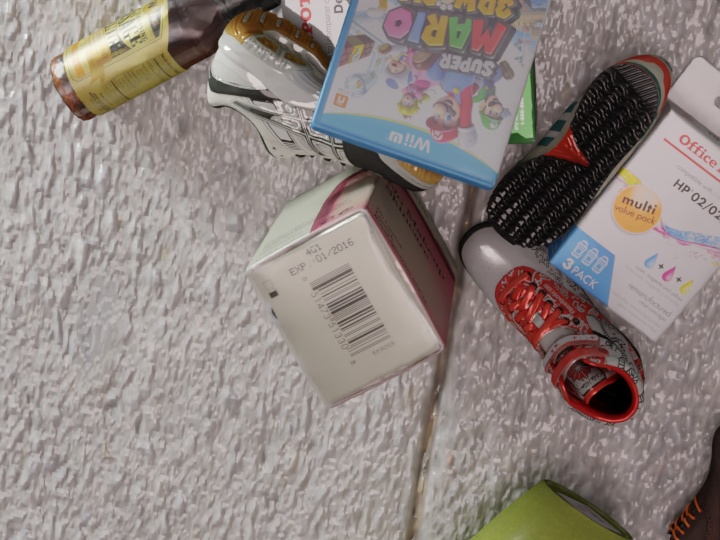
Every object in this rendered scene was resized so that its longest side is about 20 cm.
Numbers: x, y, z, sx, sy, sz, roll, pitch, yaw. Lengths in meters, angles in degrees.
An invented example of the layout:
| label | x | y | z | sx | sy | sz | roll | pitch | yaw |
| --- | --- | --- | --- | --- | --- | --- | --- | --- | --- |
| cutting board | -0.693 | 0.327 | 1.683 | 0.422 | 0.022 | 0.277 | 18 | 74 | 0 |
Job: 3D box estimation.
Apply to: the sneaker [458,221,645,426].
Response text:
| label | x | y | z | sx | sy | sz | roll | pitch | yaw |
| --- | --- | --- | --- | --- | --- | --- | --- | --- | --- |
| sneaker | 0.162 | 0.044 | 1.137 | 0.201 | 0.108 | 0.067 | 44 | 107 | -7 |

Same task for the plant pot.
| label | x | y | z | sx | sy | sz | roll | pitch | yaw |
| --- | --- | --- | --- | --- | --- | --- | --- | --- | --- |
| plant pot | 0.146 | 0.292 | 1.195 | 0.186 | 0.187 | 0.201 | 31 | 94 | -3 |

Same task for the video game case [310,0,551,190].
| label | x | y | z | sx | sy | sz | roll | pitch | yaw |
| --- | --- | --- | --- | --- | --- | --- | --- | --- | --- |
| video game case | 0.060 | -0.177 | 1.007 | 0.142 | 0.018 | 0.202 | 18 | 84 | -5 |

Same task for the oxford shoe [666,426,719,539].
| label | x | y | z | sx | sy | sz | roll | pitch | yaw |
| --- | --- | --- | --- | --- | --- | --- | --- | --- | --- |
| oxford shoe | 0.305 | 0.225 | 1.195 | 0.072 | 0.071 | 0.202 | 3 | 108 | 12 |

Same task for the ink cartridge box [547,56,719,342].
| label | x | y | z | sx | sy | sz | roll | pitch | yaw |
| --- | --- | --- | --- | --- | --- | --- | --- | --- | --- |
| ink cartridge box | 0.257 | -0.059 | 1.114 | 0.115 | 0.068 | 0.201 | 35 | 108 | -4 |

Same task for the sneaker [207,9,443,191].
| label | x | y | z | sx | sy | sz | roll | pitch | yaw |
| --- | --- | --- | --- | --- | --- | --- | --- | --- | --- |
| sneaker | -0.028 | -0.115 | 1.055 | 0.199 | 0.076 | 0.088 | 35 | 125 | 0 |

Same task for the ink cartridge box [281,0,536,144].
| label | x | y | z | sx | sy | sz | roll | pitch | yaw |
| --- | --- | --- | --- | --- | --- | --- | --- | --- | --- |
| ink cartridge box | 0.040 | -0.175 | 1.099 | 0.198 | 0.083 | 0.148 | -2 | 106 | 9 |

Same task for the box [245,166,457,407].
| label | x | y | z | sx | sy | sz | roll | pitch | yaw |
| --- | --- | --- | --- | --- | --- | --- | --- | --- | --- |
| box | 0.000 | 0.000 | 1.096 | 0.108 | 0.200 | 0.128 | -28 | 103 | 15 |

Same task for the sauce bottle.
| label | x | y | z | sx | sy | sz | roll | pitch | yaw |
| --- | --- | --- | --- | --- | --- | --- | --- | --- | --- |
| sauce bottle | -0.161 | -0.194 | 1.132 | 0.199 | 0.066 | 0.066 | -27 | 102 | 12 |

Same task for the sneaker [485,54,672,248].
| label | x | y | z | sx | sy | sz | roll | pitch | yaw |
| --- | --- | --- | --- | --- | --- | --- | --- | --- | --- |
| sneaker | 0.183 | -0.097 | 1.106 | 0.070 | 0.093 | 0.200 | 44 | 128 | 8 |
